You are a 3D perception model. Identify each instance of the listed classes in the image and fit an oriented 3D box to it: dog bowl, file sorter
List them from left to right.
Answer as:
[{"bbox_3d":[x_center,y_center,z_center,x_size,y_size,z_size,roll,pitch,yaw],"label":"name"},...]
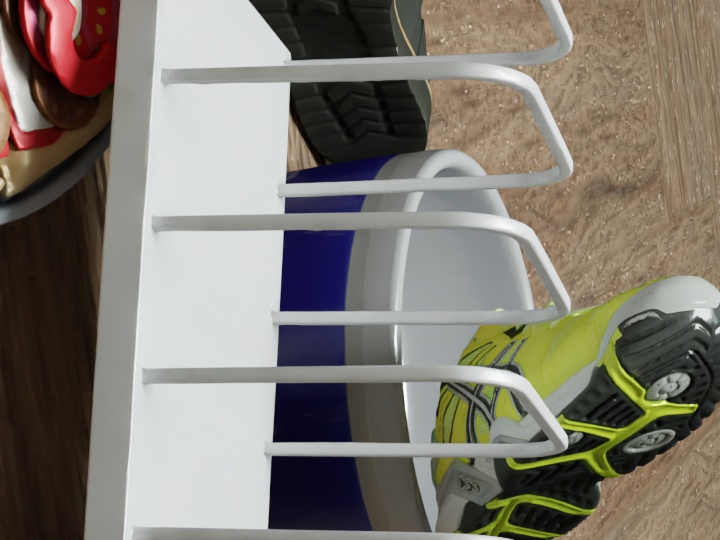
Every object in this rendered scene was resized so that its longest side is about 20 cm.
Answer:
[{"bbox_3d":[0.000,0.000,0.702,0.139,0.124,0.200,46,44,-70],"label":"file sorter"},{"bbox_3d":[0.015,0.050,0.963,0.200,0.079,0.200,-5,90,-69],"label":"dog bowl"}]

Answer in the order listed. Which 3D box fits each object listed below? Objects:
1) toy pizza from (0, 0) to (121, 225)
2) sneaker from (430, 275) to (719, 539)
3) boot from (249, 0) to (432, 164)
[{"bbox_3d":[-0.119,-0.112,0.651,0.200,0.032,0.201,5,84,-53],"label":"toy pizza"},{"bbox_3d":[0.068,0.042,0.811,0.200,0.075,0.077,131,-50,-57],"label":"sneaker"},{"bbox_3d":[-0.009,-0.160,0.983,0.200,0.077,0.138,81,13,-48],"label":"boot"}]
